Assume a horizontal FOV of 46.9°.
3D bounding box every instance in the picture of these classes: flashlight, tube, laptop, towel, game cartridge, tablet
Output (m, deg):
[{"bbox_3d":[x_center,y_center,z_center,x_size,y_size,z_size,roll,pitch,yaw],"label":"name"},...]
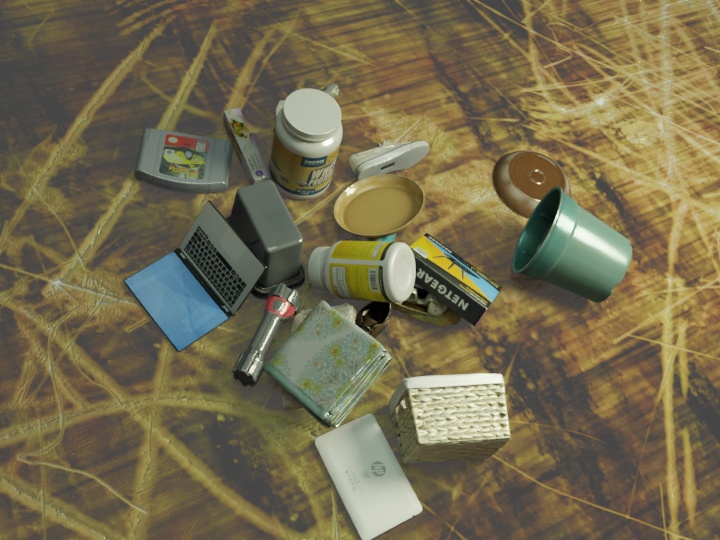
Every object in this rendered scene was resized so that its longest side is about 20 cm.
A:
[{"bbox_3d":[-0.178,0.123,1.567,0.068,0.067,0.203,44,54,-31],"label":"flashlight"},{"bbox_3d":[0.054,-0.104,1.779,0.076,0.051,0.203,17,51,3],"label":"tube"},{"bbox_3d":[-0.314,0.008,1.576,0.188,0.201,0.115,46,25,17],"label":"laptop"},{"bbox_3d":[-0.060,0.166,1.484,0.199,0.048,0.172,33,74,37],"label":"towel"},{"bbox_3d":[-0.373,-0.229,1.759,0.194,0.041,0.136,7,60,-9],"label":"game cartridge"},{"bbox_3d":[-0.076,0.157,1.546,0.129,0.035,0.204,-10,55,21],"label":"towel"},{"bbox_3d":[0.014,0.366,1.486,0.128,0.014,0.203,-19,65,-24],"label":"tablet"}]

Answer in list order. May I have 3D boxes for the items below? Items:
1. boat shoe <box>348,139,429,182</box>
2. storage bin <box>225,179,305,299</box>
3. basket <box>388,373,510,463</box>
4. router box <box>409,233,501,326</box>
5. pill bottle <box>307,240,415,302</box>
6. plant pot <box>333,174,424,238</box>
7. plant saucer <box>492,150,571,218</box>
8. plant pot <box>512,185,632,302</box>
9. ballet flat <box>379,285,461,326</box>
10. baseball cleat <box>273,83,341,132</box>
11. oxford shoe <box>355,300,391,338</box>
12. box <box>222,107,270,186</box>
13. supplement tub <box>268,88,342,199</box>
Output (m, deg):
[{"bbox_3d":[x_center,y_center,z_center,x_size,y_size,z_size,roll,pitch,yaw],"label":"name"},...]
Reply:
[{"bbox_3d":[0.062,-0.263,1.871,0.196,0.071,0.071,-24,65,-20],"label":"boat shoe"},{"bbox_3d":[-0.195,-0.069,1.640,0.143,0.135,0.202,-18,63,-24],"label":"storage bin"},{"bbox_3d":[0.162,0.272,1.512,0.194,0.136,0.126,0,61,-14],"label":"basket"},{"bbox_3d":[0.182,0.015,1.689,0.198,0.052,0.149,36,25,8],"label":"router box"},{"bbox_3d":[0.000,0.000,1.615,0.196,0.114,0.114,3,48,31],"label":"pill bottle"},{"bbox_3d":[0.040,-0.132,1.764,0.194,0.028,0.203,-8,42,7],"label":"plant pot"},{"bbox_3d":[0.407,-0.210,1.940,0.195,0.037,0.205,7,56,-10],"label":"plant saucer"},{"bbox_3d":[0.453,-0.042,1.759,0.193,0.201,0.203,27,55,-4],"label":"plant pot"},{"bbox_3d":[0.118,0.060,1.676,0.195,0.071,0.072,16,55,-3],"label":"ballet flat"},{"bbox_3d":[-0.128,-0.376,1.893,0.105,0.070,0.201,30,55,6],"label":"baseball cleat"},{"bbox_3d":[-0.005,0.123,1.595,0.072,0.085,0.201,31,58,6],"label":"oxford shoe"},{"bbox_3d":[-0.250,-0.266,1.809,0.038,0.042,0.203,-15,64,-21],"label":"box"},{"bbox_3d":[-0.115,-0.264,1.744,0.141,0.202,0.148,6,56,-9],"label":"supplement tub"}]
